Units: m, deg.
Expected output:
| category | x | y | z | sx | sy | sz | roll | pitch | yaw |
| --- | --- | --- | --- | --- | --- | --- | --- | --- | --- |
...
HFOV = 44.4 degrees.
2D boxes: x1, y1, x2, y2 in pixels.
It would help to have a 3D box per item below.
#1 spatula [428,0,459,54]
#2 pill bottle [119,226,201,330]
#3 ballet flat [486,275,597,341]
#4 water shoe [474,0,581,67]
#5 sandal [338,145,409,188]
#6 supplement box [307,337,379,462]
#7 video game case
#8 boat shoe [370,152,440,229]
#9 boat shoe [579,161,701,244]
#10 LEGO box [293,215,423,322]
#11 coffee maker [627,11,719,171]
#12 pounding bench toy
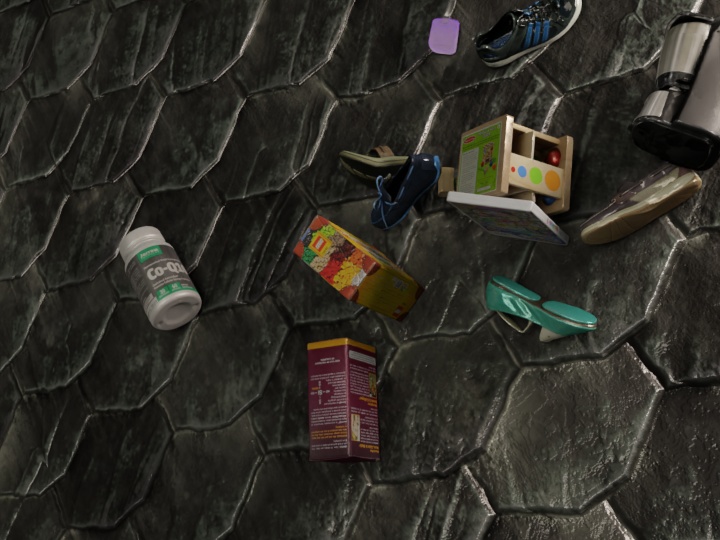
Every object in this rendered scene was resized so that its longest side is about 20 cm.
| category | x | y | z | sx | sy | sz | roll | pitch | yaw |
| --- | --- | --- | --- | --- | --- | --- | --- | --- | --- |
| spatula | 0.172 | -0.506 | 1.664 | 0.056 | 0.021 | 0.203 | 10 | 80 | 19 |
| pill bottle | -0.415 | 0.013 | 1.812 | 0.113 | 0.113 | 0.201 | -42 | 61 | 13 |
| ballet flat | 0.289 | 0.074 | 1.431 | 0.198 | 0.067 | 0.071 | 25 | 114 | 32 |
| water shoe | 0.293 | -0.427 | 1.541 | 0.199 | 0.079 | 0.072 | -32 | 64 | 19 |
| sandal | 0.053 | -0.196 | 1.631 | 0.198 | 0.080 | 0.058 | 8 | 59 | 27 |
| supplement box | -0.030 | 0.229 | 1.537 | 0.085 | 0.110 | 0.203 | -10 | 72 | 27 |
| video game case | 0.239 | -0.082 | 1.411 | 0.142 | 0.199 | 0.018 | 10 | 82 | 31 |
| boat shoe | 0.064 | -0.150 | 1.566 | 0.200 | 0.068 | 0.085 | -51 | 38 | 42 |
| boat shoe | 0.432 | -0.109 | 1.388 | 0.198 | 0.072 | 0.065 | -30 | 59 | 16 |
| LEGO box | 0.000 | 0.000 | 1.527 | 0.149 | 0.199 | 0.078 | 40 | 97 | 31 |
| coffee maker | 0.521 | -0.264 | 1.315 | 0.190 | 0.135 | 0.202 | 11 | 71 | 36 |
| pounding bench toy | 0.239 | -0.155 | 1.472 | 0.199 | 0.154 | 0.126 | -13 | 68 | 60 |
